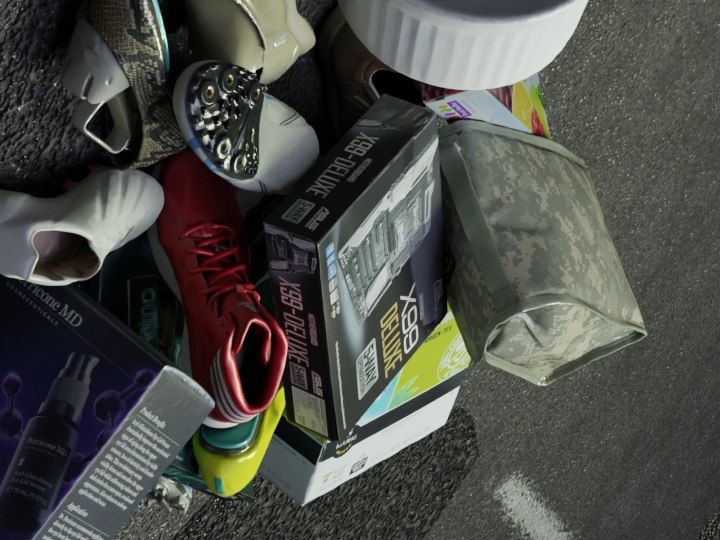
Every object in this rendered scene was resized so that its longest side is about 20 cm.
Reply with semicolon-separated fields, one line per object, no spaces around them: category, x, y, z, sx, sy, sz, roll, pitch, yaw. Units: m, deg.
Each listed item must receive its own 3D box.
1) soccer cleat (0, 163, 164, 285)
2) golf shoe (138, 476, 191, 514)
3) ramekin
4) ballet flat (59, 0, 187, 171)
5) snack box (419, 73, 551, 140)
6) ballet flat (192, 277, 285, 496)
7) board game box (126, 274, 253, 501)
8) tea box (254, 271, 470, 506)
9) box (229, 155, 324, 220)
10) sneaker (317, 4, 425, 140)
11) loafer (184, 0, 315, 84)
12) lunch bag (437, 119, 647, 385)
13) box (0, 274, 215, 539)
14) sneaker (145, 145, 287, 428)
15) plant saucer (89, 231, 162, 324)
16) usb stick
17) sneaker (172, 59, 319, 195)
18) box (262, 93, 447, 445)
soccer cleat;-0.187;-0.024;1.559;0.199;0.077;0.070;-12;134;-58
golf shoe;-0.171;0.102;1.758;0.200;0.078;0.098;70;33;-61
ramekin;0.074;-0.223;1.644;0.200;0.200;0.098;-41;161;-28
ballet flat;-0.155;-0.120;1.512;0.075;0.068;0.200;-37;157;-14
snack box;0.088;-0.174;1.808;0.053;0.143;0.200;-16;164;16
ballet flat;-0.080;0.088;1.751;0.201;0.066;0.067;-70;164;-47
board game box;-0.125;0.091;1.749;0.200;0.028;0.137;39;46;-70
tea box;-0.007;0.051;1.935;0.199;0.133;0.198;-26;143;-47
box;-0.060;-0.063;1.796;0.039;0.041;0.200;-60;157;17
sneaker;0.018;-0.130;1.808;0.071;0.075;0.200;-49;156;-11
loafer;-0.083;-0.167;1.564;0.069;0.075;0.200;-58;158;-5
lunch bag;0.117;-0.015;1.801;0.117;0.165;0.200;-27;157;21
box;-0.222;0.114;1.593;0.201;0.148;0.104;-53;156;-5
sneaker;-0.088;0.006;1.630;0.078;0.202;0.115;-14;-179;-25
plant saucer;-0.177;0.043;1.744;0.070;0.019;0.201;-36;152;-36
usb stick;-0.076;-0.021;1.740;0.055;0.033;0.200;-16;164;-32
sneaker;-0.088;-0.095;1.568;0.200;0.072;0.072;33;75;-70
box;0.000;0.000;1.689;0.158;0.049;0.201;-48;147;-37
